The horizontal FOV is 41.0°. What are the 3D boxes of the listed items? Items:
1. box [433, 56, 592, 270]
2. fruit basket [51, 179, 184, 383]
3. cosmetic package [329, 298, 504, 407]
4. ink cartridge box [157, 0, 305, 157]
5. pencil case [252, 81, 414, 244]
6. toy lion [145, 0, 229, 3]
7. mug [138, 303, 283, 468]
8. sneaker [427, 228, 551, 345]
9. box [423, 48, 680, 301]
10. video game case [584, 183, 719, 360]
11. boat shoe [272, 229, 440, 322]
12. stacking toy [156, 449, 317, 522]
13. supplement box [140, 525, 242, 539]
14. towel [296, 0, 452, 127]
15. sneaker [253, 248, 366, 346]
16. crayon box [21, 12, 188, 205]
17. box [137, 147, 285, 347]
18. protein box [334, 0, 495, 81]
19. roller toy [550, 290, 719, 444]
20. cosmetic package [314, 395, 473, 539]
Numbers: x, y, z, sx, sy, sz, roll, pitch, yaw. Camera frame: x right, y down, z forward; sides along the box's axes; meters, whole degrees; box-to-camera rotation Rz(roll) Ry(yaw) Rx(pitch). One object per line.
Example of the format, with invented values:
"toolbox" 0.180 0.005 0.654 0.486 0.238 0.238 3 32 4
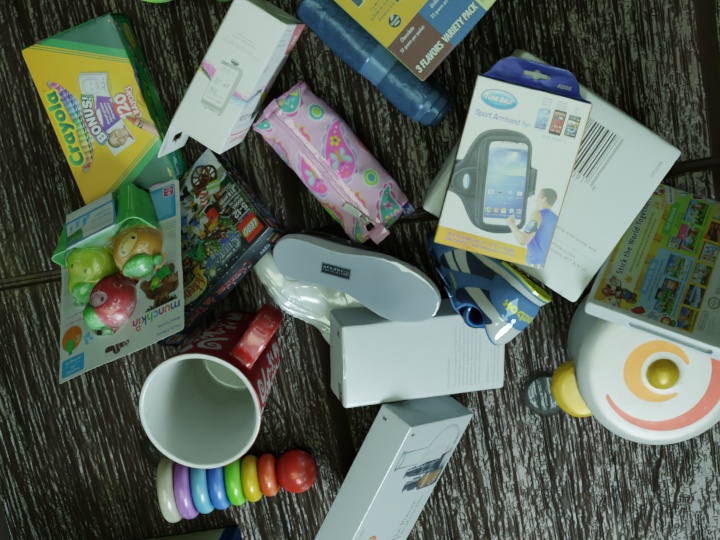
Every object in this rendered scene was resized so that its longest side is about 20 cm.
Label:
"box" 0.156 -0.111 0.982 0.119 0.041 0.201 14 108 3
"fruit basket" -0.279 0.007 1.092 0.185 0.201 0.094 -22 142 23
"cosmetic package" 0.066 0.092 1.127 0.199 0.074 0.102 -4 104 -14
"ink cartridge box" -0.145 -0.205 1.086 0.067 0.117 0.200 31 106 -2
"pencil case" -0.032 -0.121 1.112 0.087 0.087 0.200 -39 96 14
"toy lion" -0.191 -0.372 1.063 0.200 0.069 0.192 -39 90 14
"mug" -0.144 0.120 1.125 0.177 0.200 0.134 -23 100 11
"sneaker" 0.124 0.014 1.076 0.074 0.200 0.082 27 98 -33
"box" 0.204 -0.109 1.065 0.199 0.131 0.200 32 106 -2
"video game case" 0.359 -0.002 1.039 0.181 0.200 0.023 20 146 16
"boat shoe" 0.000 0.000 1.096 0.199 0.066 0.070 15 114 12
"stacking toy" -0.154 0.268 1.234 0.199 0.085 0.086 -8 103 1
"supplement box" -0.245 0.466 1.257 0.199 0.134 0.201 -10 103 8
"towel" 0.015 -0.235 1.063 0.200 0.112 0.049 41 106 -6
"sneaker" -0.039 0.023 1.162 0.200 0.078 0.099 38 98 -14
"crayon box" -0.299 -0.187 1.136 0.118 0.058 0.201 -18 102 10
"box" -0.200 -0.026 1.145 0.200 0.038 0.137 -46 65 14
"protein box" 0.041 -0.316 0.993 0.198 0.200 0.135 41 105 -5
"roller toy" 0.331 0.097 1.100 0.199 0.140 0.183 17 105 2
"cosmetic package" 0.041 0.249 1.164 0.052 0.151 0.200 35 109 32
